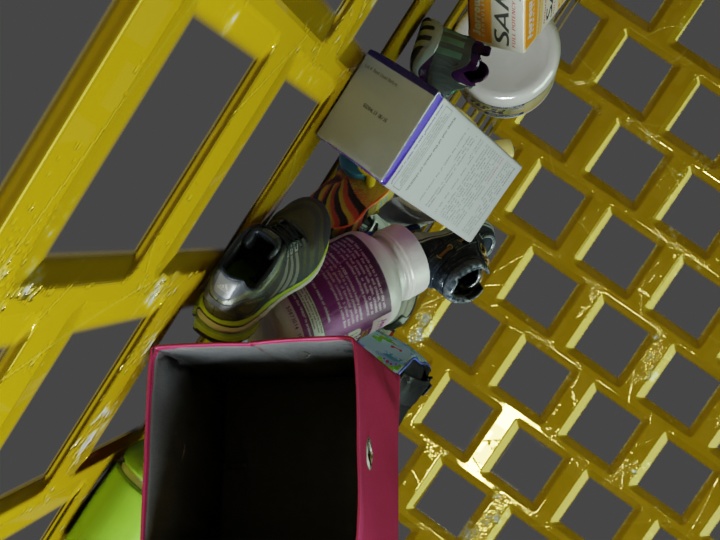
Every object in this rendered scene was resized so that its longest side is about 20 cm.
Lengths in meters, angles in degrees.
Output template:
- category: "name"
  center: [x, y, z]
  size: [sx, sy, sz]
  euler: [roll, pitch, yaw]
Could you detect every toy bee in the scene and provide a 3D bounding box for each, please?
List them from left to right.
- category: "toy bee"
  center: [0.024, -0.106, 1.234]
  size: [0.201, 0.108, 0.131]
  euler: [-56, 173, 3]

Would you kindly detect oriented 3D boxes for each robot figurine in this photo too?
- category: "robot figurine"
  center: [-0.224, 0.259, 1.133]
  size: [0.201, 0.115, 0.175]
  euler: [-56, -158, -4]

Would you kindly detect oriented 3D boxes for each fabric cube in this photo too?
- category: "fabric cube"
  center: [-0.072, 0.179, 1.024]
  size: [0.199, 0.197, 0.199]
  euler: [47, 42, -70]

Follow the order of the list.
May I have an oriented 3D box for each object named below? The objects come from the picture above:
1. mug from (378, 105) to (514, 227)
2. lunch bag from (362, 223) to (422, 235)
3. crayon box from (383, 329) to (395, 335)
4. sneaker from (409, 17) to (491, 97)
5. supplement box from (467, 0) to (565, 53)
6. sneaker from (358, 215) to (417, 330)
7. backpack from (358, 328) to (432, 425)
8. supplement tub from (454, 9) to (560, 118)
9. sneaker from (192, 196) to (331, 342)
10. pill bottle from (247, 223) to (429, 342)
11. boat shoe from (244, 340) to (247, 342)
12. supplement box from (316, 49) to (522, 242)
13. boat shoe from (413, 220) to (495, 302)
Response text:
- category: "mug"
  center: [0.090, -0.118, 1.435]
  size: [0.153, 0.185, 0.151]
  euler: [134, -26, -71]
- category: "lunch bag"
  center: [0.000, 0.000, 1.383]
  size: [0.160, 0.076, 0.199]
  euler: [-34, 169, 33]
- category: "crayon box"
  center: [-0.037, 0.096, 1.635]
  size: [0.201, 0.058, 0.173]
  euler: [-56, -149, 27]
- category: "sneaker"
  center: [0.100, -0.219, 1.269]
  size: [0.200, 0.087, 0.075]
  euler: [84, 24, -81]
- category: "supplement box"
  center: [0.192, -0.351, 1.227]
  size: [0.200, 0.073, 0.127]
  euler: [-52, 148, -36]
- category: "sneaker"
  center: [0.017, -0.023, 1.517]
  size: [0.075, 0.115, 0.203]
  euler: [-22, -126, 31]
- category: "backpack"
  center: [-0.012, 0.154, 1.382]
  size: [0.184, 0.146, 0.200]
  euler: [-56, 167, -4]
- category: "supplement tub"
  center: [0.197, -0.285, 1.499]
  size: [0.145, 0.144, 0.200]
  euler: [-56, 174, 5]
- category: "sneaker"
  center: [-0.082, -0.014, 1.045]
  size: [0.200, 0.073, 0.081]
  euler: [-53, 171, -44]
- category: "pill bottle"
  center: [-0.026, 0.025, 1.193]
  size: [0.198, 0.113, 0.113]
  euler: [-26, 161, -24]
- category: "boat shoe"
  center: [-0.109, 0.087, 1.334]
  size: [0.201, 0.071, 0.091]
  euler: [-58, 168, 22]
- category: "supplement box"
  center: [0.064, -0.120, 1.107]
  size: [0.104, 0.101, 0.199]
  euler: [-56, 145, 6]
- category: "boat shoe"
  center: [0.128, -0.008, 1.341]
  size: [0.199, 0.090, 0.072]
  euler: [-17, 132, -51]
